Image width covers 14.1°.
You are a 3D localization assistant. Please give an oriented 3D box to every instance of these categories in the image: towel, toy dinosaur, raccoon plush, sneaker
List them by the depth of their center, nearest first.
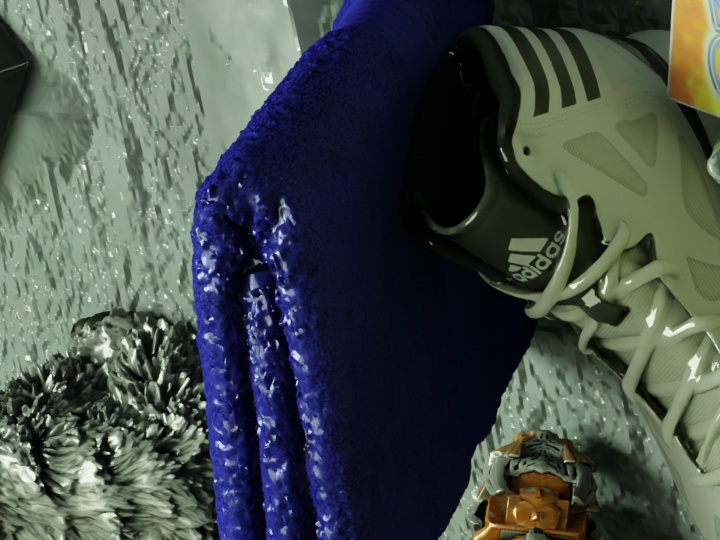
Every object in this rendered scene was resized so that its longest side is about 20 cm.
[{"bbox_3d":[0.069,0.020,0.755,0.076,0.115,0.201,-46,55,36],"label":"sneaker"},{"bbox_3d":[0.000,0.000,0.804,0.049,0.200,0.148,-2,114,18],"label":"towel"},{"bbox_3d":[0.039,0.151,0.869,0.102,0.200,0.136,24,150,13],"label":"toy dinosaur"},{"bbox_3d":[-0.097,0.082,1.011,0.200,0.134,0.097,14,118,46],"label":"raccoon plush"}]

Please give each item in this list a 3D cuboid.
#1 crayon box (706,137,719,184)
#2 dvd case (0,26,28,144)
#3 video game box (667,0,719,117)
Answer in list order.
[{"bbox_3d":[0.152,0.007,0.602,0.127,0.200,0.051,44,101,15],"label":"crayon box"},{"bbox_3d":[-0.211,-0.097,1.147,0.200,0.025,0.150,49,139,21],"label":"dvd case"},{"bbox_3d":[0.156,-0.109,0.681,0.182,0.047,0.201,26,127,41],"label":"video game box"}]
